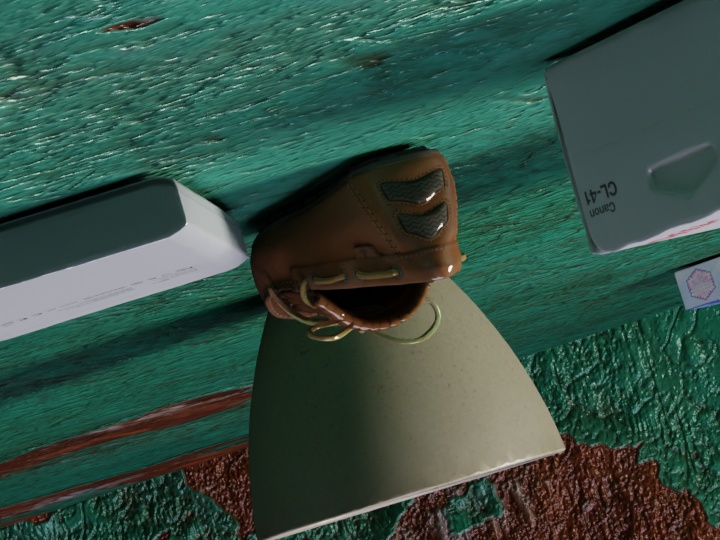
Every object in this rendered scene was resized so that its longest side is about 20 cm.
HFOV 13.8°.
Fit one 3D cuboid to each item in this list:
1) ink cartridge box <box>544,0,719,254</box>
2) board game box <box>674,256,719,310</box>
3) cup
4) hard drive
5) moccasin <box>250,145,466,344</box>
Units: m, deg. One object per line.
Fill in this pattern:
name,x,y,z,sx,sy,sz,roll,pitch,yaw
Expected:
ink cartridge box,0.198,-0.077,1.190,0.199,0.086,0.147,-12,173,-34
board game box,0.428,-0.017,2.800,0.199,0.041,0.200,-20,174,33
cup,0.011,0.073,1.844,0.199,0.144,0.200,-17,175,-2
hard drive,-0.124,-0.002,1.270,0.131,0.027,0.200,-17,175,4
moccasin,0.001,0.000,1.399,0.073,0.078,0.201,-14,174,-26
